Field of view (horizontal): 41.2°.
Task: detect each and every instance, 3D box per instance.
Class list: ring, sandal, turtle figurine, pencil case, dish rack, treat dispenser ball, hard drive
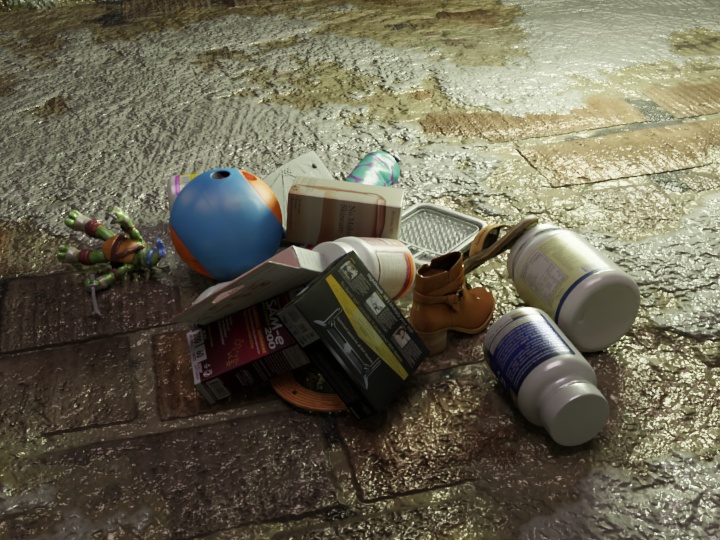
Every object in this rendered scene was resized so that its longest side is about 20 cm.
[{"bbox_3d":[-0.041,0.155,1.481,0.200,0.019,0.201,-1,33,1],"label":"ring"},{"bbox_3d":[0.216,-0.045,1.641,0.200,0.054,0.080,-35,-8,39],"label":"sandal"},{"bbox_3d":[-0.472,-0.043,1.713,0.194,0.144,0.200,13,32,30],"label":"turtle figurine"},{"bbox_3d":[0.014,-0.166,1.923,0.092,0.085,0.200,39,40,-3],"label":"pencil case"},{"bbox_3d":[0.122,-0.055,1.779,0.172,0.044,0.200,21,39,34],"label":"dish rack"},{"bbox_3d":[-0.238,-0.082,1.702,0.201,0.201,0.201,-2,32,1],"label":"treat dispenser ball"},{"bbox_3d":[-0.122,-0.144,1.872,0.042,0.135,0.200,-33,5,43],"label":"hard drive"}]

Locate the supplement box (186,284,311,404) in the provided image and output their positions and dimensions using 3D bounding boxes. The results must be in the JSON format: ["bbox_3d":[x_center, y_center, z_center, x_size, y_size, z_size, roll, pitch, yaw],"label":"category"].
[{"bbox_3d":[-0.156,0.111,1.449,0.200,0.061,0.109,-23,46,2],"label":"supplement box"}]

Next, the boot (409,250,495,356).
[{"bbox_3d":[0.154,0.033,1.532,0.074,0.155,0.200,21,39,33],"label":"boot"}]

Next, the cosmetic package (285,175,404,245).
[{"bbox_3d":[-0.027,-0.097,1.697,0.200,0.104,0.087,6,28,4],"label":"cosmetic package"}]

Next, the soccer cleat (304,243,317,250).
[{"bbox_3d":[-0.061,-0.037,1.744,0.076,0.067,0.200,-11,29,-4],"label":"soccer cleat"}]

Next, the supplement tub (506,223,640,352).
[{"bbox_3d":[0.338,0.023,1.543,0.145,0.145,0.200,-14,34,-17],"label":"supplement tub"}]

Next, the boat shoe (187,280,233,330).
[{"bbox_3d":[-0.187,0.056,1.598,0.091,0.071,0.200,22,38,40],"label":"boat shoe"}]

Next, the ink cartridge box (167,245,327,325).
[{"bbox_3d":[-0.171,0.025,1.443,0.200,0.174,0.044,-29,70,22],"label":"ink cartridge box"}]

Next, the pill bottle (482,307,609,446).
[{"bbox_3d":[0.266,0.152,1.368,0.120,0.120,0.200,-11,33,-13],"label":"pill bottle"}]

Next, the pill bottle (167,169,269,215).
[{"bbox_3d":[-0.276,-0.143,1.892,0.200,0.104,0.104,-6,32,-5],"label":"pill bottle"}]

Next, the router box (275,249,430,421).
[{"bbox_3d":[-0.007,0.093,1.395,0.052,0.200,0.157,-31,9,46],"label":"router box"}]

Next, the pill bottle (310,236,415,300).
[{"bbox_3d":[0.000,0.000,1.570,0.109,0.110,0.200,19,10,30],"label":"pill bottle"}]
